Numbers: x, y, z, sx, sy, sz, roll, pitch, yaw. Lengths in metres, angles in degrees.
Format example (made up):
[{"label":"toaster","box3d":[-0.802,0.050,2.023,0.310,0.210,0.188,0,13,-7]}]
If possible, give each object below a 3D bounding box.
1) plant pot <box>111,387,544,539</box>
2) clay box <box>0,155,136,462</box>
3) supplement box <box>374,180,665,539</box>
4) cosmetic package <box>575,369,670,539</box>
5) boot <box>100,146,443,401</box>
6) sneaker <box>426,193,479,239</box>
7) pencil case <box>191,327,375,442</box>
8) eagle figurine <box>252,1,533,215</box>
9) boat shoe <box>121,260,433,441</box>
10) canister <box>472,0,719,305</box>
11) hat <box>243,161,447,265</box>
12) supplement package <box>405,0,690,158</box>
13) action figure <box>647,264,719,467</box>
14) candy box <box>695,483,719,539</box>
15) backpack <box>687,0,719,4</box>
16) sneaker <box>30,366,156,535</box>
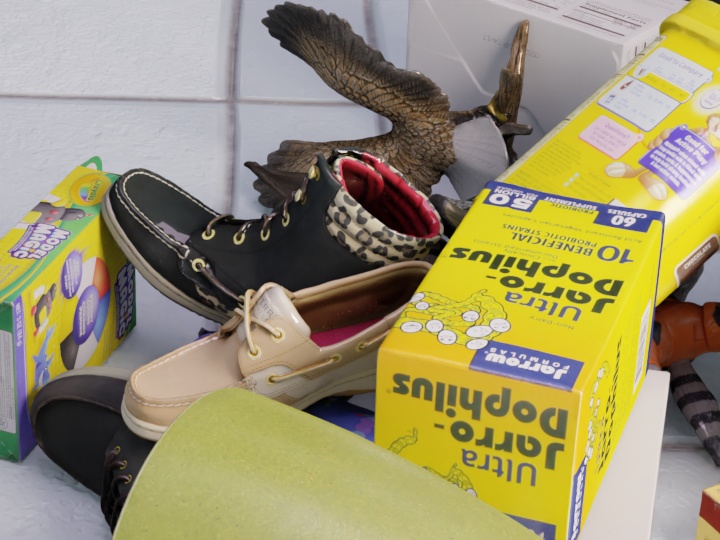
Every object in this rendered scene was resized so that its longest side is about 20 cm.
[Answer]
[{"label":"plant pot","box3d":[0.010,0.165,0.863,0.198,0.189,0.187,10,30,24]},{"label":"clay box","box3d":[-0.192,0.017,1.197,0.047,0.116,0.200,12,32,15]},{"label":"supplement box","box3d":[0.088,0.049,1.011,0.108,0.111,0.200,11,31,16]},{"label":"cosmetic package","box3d":[0.138,0.140,1.046,0.050,0.083,0.200,6,29,11]},{"label":"boot","box3d":[-0.054,-0.030,1.146,0.203,0.154,0.073,39,40,7]},{"label":"sneaker","box3d":[0.120,-0.049,1.307,0.199,0.090,0.077,7,16,-45]},{"label":"pencil case","box3d":[-0.028,0.102,1.102,0.198,0.079,0.087,21,20,29]},{"label":"eagle figurine","box3d":[0.021,-0.106,1.391,0.197,0.151,0.153,4,65,-7]},{"label":"boat shoe","box3d":[-0.042,0.039,1.062,0.198,0.070,0.074,-16,38,-17]},{"label":"canister","box3d":[0.184,-0.064,1.170,0.200,0.087,0.148,-41,39,-8]},{"label":"hat","box3d":[0.000,0.000,1.261,0.199,0.082,0.201,23,12,-5]},{"label":"supplement package","box3d":[0.144,-0.149,1.471,0.199,0.157,0.110,24,37,33]},{"label":"action figure","box3d":[0.169,0.048,1.219,0.198,0.106,0.194,-20,27,-10]},{"label":"candy box","box3d":[0.304,0.150,1.069,0.198,0.057,0.117,-12,32,-26]},{"label":"backpack","box3d":[0.270,-0.293,1.753,0.199,0.136,0.182,28,38,36]},{"label":"sneaker","box3d":[-0.129,0.123,1.059,0.198,0.076,0.106,20,35,26]}]
